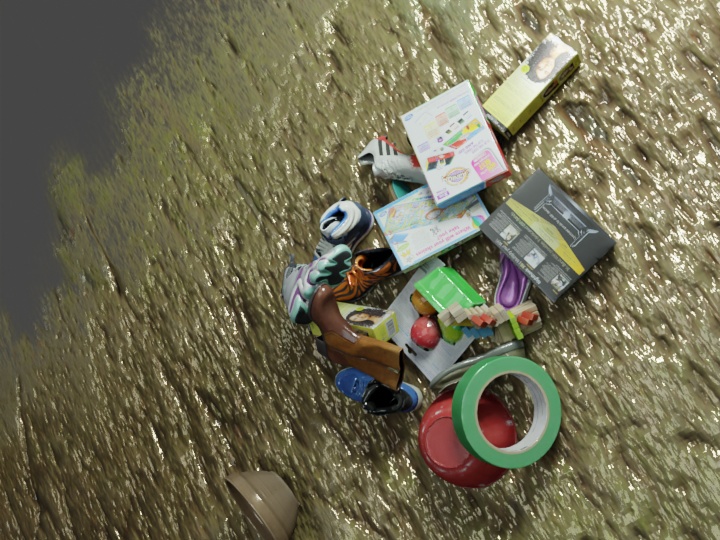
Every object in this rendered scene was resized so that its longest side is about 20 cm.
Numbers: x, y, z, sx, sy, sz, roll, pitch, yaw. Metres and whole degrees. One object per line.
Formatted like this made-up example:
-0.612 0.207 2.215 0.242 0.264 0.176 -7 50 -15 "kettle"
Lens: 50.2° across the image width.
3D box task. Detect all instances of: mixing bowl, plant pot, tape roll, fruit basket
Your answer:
0.188 0.323 1.472 0.200 0.108 0.200 -3 84 27 "mixing bowl"
-0.195 0.498 1.642 0.093 0.201 0.201 -34 63 -23 "plant pot"
0.266 0.256 1.400 0.200 0.048 0.201 2 84 -16 "tape roll"
0.150 0.097 1.543 0.185 0.094 0.200 47 122 25 "fruit basket"

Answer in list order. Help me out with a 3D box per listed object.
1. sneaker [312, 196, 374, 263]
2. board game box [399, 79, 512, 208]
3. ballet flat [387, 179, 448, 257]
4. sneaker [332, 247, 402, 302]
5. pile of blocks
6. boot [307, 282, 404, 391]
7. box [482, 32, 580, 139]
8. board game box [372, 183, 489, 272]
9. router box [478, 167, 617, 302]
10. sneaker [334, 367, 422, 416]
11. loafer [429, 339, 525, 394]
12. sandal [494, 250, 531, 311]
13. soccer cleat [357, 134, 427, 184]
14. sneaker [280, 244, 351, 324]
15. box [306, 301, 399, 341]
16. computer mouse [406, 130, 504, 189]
-0.067 -0.065 1.628 0.200 0.146 0.081 -50 65 14 "sneaker"
0.181 -0.241 1.479 0.153 0.040 0.200 -25 75 19 "board game box"
0.109 -0.099 1.594 0.200 0.068 0.072 50 126 19 "ballet flat"
0.000 0.000 1.605 0.200 0.112 0.078 -33 70 21 "sneaker"
0.247 0.102 1.433 0.200 0.062 0.082 -1 101 -4 "pile of blocks"
-0.007 0.129 1.487 0.200 0.068 0.188 21 126 34 "boot"
0.327 -0.355 1.488 0.200 0.050 0.075 -48 65 10 "box"
0.143 -0.100 1.515 0.200 0.034 0.135 -27 76 5 "board game box"
0.344 -0.064 1.426 0.157 0.052 0.200 -44 80 7 "router box"
0.017 0.243 1.569 0.200 0.111 0.077 15 92 29 "sneaker"
0.228 0.197 1.469 0.200 0.075 0.070 -24 80 10 "loafer"
0.299 -0.013 1.482 0.082 0.050 0.203 4 86 28 "sandal"
0.073 -0.214 1.590 0.085 0.069 0.200 -40 48 -11 "soccer cleat"
-0.108 -0.001 1.603 0.200 0.078 0.140 -52 46 17 "sneaker"
-0.021 0.109 1.597 0.200 0.075 0.050 6 121 41 "box"
0.185 -0.229 1.573 0.200 0.046 0.141 14 87 17 "computer mouse"
